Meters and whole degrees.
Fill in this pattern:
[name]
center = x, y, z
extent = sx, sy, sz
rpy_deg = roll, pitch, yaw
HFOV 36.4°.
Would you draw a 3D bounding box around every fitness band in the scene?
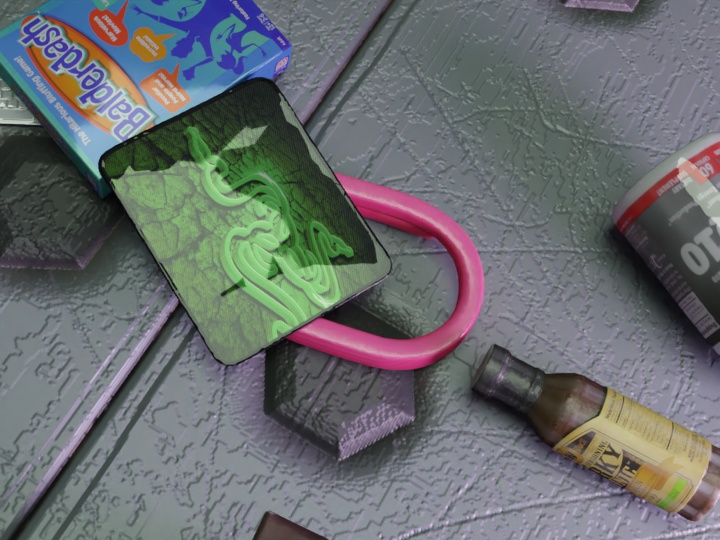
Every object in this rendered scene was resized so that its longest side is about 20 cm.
[fitness band]
center = 0.000, 0.000, 0.875
extent = 0.200, 0.037, 0.144
rpy_deg = 17, 65, 0

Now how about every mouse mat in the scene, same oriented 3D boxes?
[mouse mat]
center = -0.089, -0.044, 0.853
extent = 0.161, 0.008, 0.200
rpy_deg = -30, 80, -17

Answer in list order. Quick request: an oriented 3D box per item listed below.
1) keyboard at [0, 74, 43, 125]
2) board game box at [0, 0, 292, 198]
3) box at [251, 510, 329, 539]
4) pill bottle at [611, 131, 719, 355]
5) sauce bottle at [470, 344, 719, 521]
[keyboard]
center = -0.256, -0.145, 0.911
extent = 0.200, 0.011, 0.056
rpy_deg = 1, 67, -8
[board game box]
center = -0.181, -0.178, 0.906
extent = 0.200, 0.045, 0.152
rpy_deg = -39, 83, -17
[box]
center = -0.011, 0.280, 0.680
extent = 0.200, 0.164, 0.166
rpy_deg = 26, 65, 3
[pill bottle]
center = 0.306, -0.002, 0.881
extent = 0.114, 0.114, 0.200
rpy_deg = -30, 74, -20
[sauce bottle]
center = 0.180, 0.120, 0.838
extent = 0.200, 0.065, 0.065
rpy_deg = 27, 65, 5
